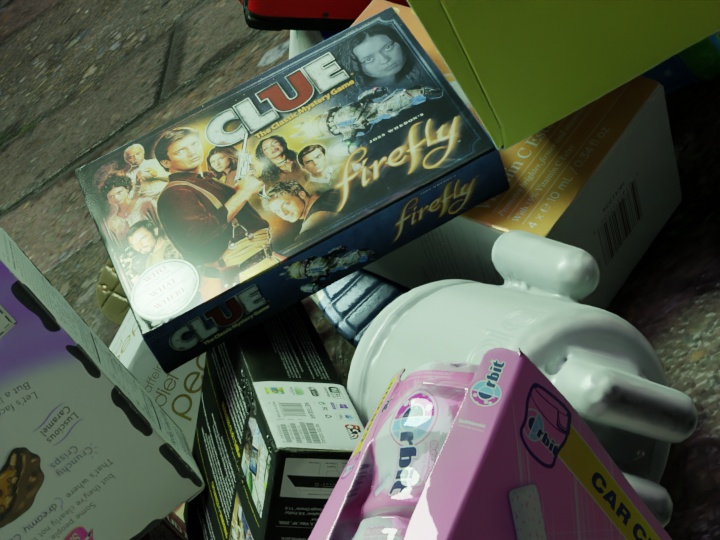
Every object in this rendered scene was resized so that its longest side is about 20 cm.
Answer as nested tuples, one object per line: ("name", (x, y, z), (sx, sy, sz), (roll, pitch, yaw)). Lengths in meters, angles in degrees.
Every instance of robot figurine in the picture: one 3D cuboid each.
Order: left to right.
("robot figurine", (0.067, 0.065, 0.710), (0.199, 0.112, 0.171), (11, 81, 59))

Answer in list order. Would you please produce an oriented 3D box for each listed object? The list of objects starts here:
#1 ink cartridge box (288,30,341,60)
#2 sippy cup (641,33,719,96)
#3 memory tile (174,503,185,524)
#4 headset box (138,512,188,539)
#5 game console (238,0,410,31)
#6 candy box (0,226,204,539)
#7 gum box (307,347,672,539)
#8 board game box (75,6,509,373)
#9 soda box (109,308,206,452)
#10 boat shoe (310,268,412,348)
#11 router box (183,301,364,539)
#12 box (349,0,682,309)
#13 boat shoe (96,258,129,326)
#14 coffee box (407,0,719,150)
("ink cartridge box", (-0.005, -0.113, 1.060), (0.075, 0.138, 0.200), (0, 26, -8))
("sippy cup", (0.138, -0.145, 0.931), (0.130, 0.177, 0.141), (-35, 48, 19))
("memory tile", (-0.089, 0.068, 0.970), (0.154, 0.017, 0.200), (-57, 21, 16))
("headset box", (-0.152, 0.214, 0.814), (0.148, 0.075, 0.200), (-37, 25, 6))
("game console", (0.018, -0.220, 0.999), (0.173, 0.198, 0.120), (108, 156, -50))
("candy box", (-0.207, 0.084, 0.773), (0.167, 0.201, 0.072), (-39, 25, -2))
("gum box", (0.060, 0.132, 0.511), (0.066, 0.200, 0.114), (-13, 37, 42))
("board game box", (-0.040, -0.047, 0.791), (0.199, 0.035, 0.136), (-28, 48, -4))
("soda box", (-0.126, 0.075, 0.930), (0.201, 0.068, 0.064), (-61, 21, 4))
("boat shoe", (0.000, 0.000, 0.945), (0.072, 0.073, 0.200), (-37, 51, -3))
("router box", (-0.048, 0.111, 0.769), (0.200, 0.050, 0.151), (-121, 38, -64))
("box", (0.061, -0.058, 0.852), (0.199, 0.098, 0.125), (22, 62, 34))
("boat shoe", (-0.128, -0.033, 1.202), (0.200, 0.072, 0.068), (-48, -8, 1))
("coffee box", (0.093, -0.222, 0.739), (0.198, 0.201, 0.199), (-29, 31, 13))
